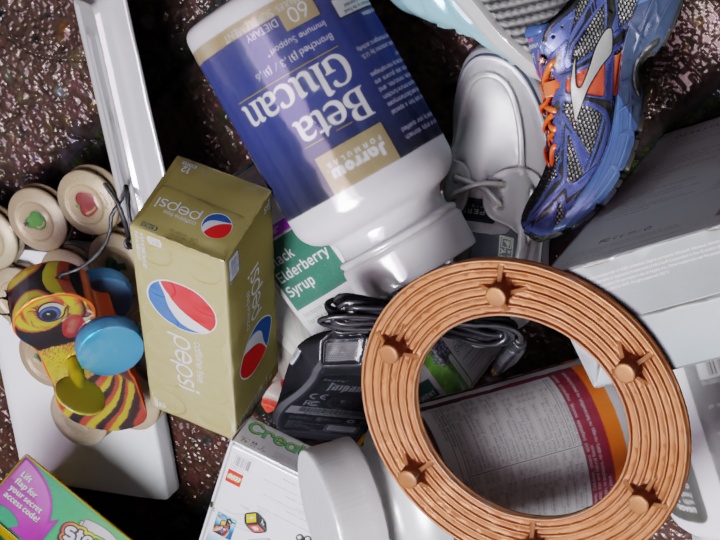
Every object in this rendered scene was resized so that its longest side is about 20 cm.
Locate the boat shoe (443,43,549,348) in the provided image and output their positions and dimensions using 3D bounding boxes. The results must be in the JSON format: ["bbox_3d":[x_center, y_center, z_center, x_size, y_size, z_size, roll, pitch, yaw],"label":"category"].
[{"bbox_3d":[0.087,-0.044,1.451,0.073,0.065,0.200,7,118,27],"label":"boat shoe"}]

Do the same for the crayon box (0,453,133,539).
[{"bbox_3d":[-0.182,0.232,1.698,0.200,0.058,0.173,38,167,7],"label":"crayon box"}]

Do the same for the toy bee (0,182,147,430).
[{"bbox_3d":[-0.206,0.030,1.570,0.108,0.131,0.200,-8,112,-9],"label":"toy bee"}]

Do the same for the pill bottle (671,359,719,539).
[{"bbox_3d":[0.231,0.094,1.416,0.114,0.114,0.200,-8,112,32],"label":"pill bottle"}]

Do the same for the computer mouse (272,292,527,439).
[{"bbox_3d":[0.025,0.053,1.443,0.140,0.046,0.200,3,153,-12],"label":"computer mouse"}]

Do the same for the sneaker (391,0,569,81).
[{"bbox_3d":[0.065,-0.176,1.402,0.200,0.074,0.082,40,159,-3],"label":"sneaker"}]

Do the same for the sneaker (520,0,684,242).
[{"bbox_3d":[0.127,-0.114,1.338,0.078,0.075,0.200,18,88,-9],"label":"sneaker"}]

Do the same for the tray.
[{"bbox_3d":[-0.158,-0.103,1.527,0.107,0.022,0.200,-149,46,-68],"label":"tray"}]

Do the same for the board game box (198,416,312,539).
[{"bbox_3d":[-0.007,0.193,1.517,0.200,0.035,0.126,26,127,8],"label":"board game box"}]

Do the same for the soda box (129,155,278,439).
[{"bbox_3d":[-0.097,0.021,1.459,0.068,0.064,0.200,21,145,14],"label":"soda box"}]

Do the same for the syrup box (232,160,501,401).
[{"bbox_3d":[0.000,0.000,1.514,0.079,0.081,0.200,-31,100,36],"label":"syrup box"}]

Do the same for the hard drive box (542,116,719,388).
[{"bbox_3d":[0.217,-0.027,1.303,0.156,0.200,0.077,-16,108,35],"label":"hard drive box"}]

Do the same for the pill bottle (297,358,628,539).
[{"bbox_3d":[0.069,0.129,1.425,0.110,0.200,0.110,165,90,-76],"label":"pill bottle"}]

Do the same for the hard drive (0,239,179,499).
[{"bbox_3d":[-0.210,0.072,1.705,0.132,0.027,0.200,6,118,26],"label":"hard drive"}]

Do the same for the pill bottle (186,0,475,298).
[{"bbox_3d":[-0.013,-0.085,1.404,0.111,0.111,0.200,-28,93,37],"label":"pill bottle"}]

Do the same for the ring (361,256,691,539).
[{"bbox_3d":[0.089,0.086,1.296,0.200,0.019,0.201,13,121,22],"label":"ring"}]

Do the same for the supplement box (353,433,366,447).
[{"bbox_3d":[0.010,0.197,1.602,0.131,0.103,0.200,43,127,-1],"label":"supplement box"}]

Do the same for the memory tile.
[{"bbox_3d":[-0.198,0.028,1.648,0.153,0.017,0.200,-16,108,34],"label":"memory tile"}]

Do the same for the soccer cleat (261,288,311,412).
[{"bbox_3d":[-0.052,0.037,1.577,0.069,0.078,0.200,-5,133,37],"label":"soccer cleat"}]
